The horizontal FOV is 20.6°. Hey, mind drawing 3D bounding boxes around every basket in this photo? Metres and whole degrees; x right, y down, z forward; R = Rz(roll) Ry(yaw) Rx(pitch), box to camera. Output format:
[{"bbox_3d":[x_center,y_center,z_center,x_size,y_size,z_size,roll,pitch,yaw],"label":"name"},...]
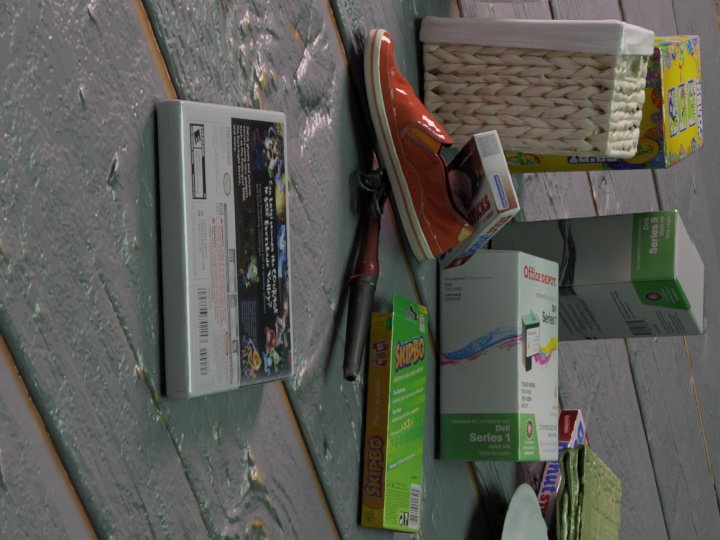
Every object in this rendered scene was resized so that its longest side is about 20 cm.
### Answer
[{"bbox_3d":[0.164,-0.171,1.852,0.135,0.198,0.124,-8,101,-69],"label":"basket"}]

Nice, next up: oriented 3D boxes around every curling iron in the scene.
[{"bbox_3d":[0.000,0.000,1.645,0.050,0.025,0.201,60,34,-57],"label":"curling iron"}]

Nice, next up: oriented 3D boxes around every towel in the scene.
[{"bbox_3d":[0.248,0.276,2.160,0.200,0.036,0.150,38,54,-63],"label":"towel"}]

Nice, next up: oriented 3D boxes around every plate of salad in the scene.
[{"bbox_3d":[0.156,0.317,2.011,0.200,0.048,0.202,0,90,-72],"label":"plate of salad"}]

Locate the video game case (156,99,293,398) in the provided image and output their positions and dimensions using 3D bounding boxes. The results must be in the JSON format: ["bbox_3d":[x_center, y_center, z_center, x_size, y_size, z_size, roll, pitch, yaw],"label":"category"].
[{"bbox_3d":[-0.094,-0.016,1.408,0.182,0.023,0.202,-4,92,-69],"label":"video game case"}]

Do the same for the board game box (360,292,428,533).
[{"bbox_3d":[0.031,0.125,1.723,0.095,0.030,0.202,27,67,-67],"label":"board game box"}]

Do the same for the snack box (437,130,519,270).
[{"bbox_3d":[0.094,-0.059,1.731,0.200,0.024,0.072,130,-56,-72],"label":"snack box"}]

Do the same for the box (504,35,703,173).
[{"bbox_3d":[0.235,-0.172,2.026,0.192,0.198,0.123,-26,113,-66],"label":"box"}]

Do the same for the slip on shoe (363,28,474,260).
[{"bbox_3d":[0.047,-0.111,1.687,0.074,0.061,0.201,-9,82,-82],"label":"slip on shoe"}]

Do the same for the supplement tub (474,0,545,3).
[{"bbox_3d":[0.142,-0.364,1.869,0.144,0.143,0.202,12,79,-68],"label":"supplement tub"}]

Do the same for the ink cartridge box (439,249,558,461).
[{"bbox_3d":[0.136,0.084,1.918,0.145,0.083,0.202,13,77,-68],"label":"ink cartridge box"}]

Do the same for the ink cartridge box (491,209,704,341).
[{"bbox_3d":[0.245,0.009,2.049,0.146,0.198,0.085,50,40,-59],"label":"ink cartridge box"}]

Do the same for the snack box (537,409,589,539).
[{"bbox_3d":[0.221,0.250,2.195,0.201,0.024,0.072,-68,148,-45],"label":"snack box"}]
